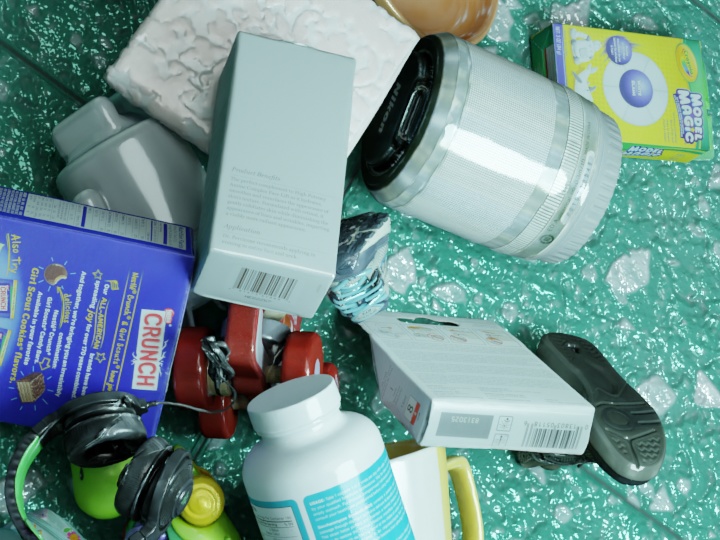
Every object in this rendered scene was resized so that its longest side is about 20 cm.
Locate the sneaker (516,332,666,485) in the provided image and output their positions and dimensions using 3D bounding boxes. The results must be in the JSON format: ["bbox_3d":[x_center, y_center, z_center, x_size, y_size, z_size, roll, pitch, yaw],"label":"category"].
[{"bbox_3d":[0.199,0.150,1.695,0.076,0.200,0.115,3,116,-26],"label":"sneaker"}]

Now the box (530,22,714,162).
[{"bbox_3d":[0.264,-0.169,1.877,0.199,0.048,0.118,3,75,-28],"label":"box"}]

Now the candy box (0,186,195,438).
[{"bbox_3d":[-0.238,0.033,1.481,0.198,0.077,0.170,12,110,-9],"label":"candy box"}]

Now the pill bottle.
[{"bbox_3d":[-0.022,0.183,1.459,0.110,0.110,0.201,-25,105,-30],"label":"pill bottle"}]

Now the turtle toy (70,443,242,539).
[{"bbox_3d":[-0.148,0.207,1.526,0.101,0.146,0.201,-34,92,-7],"label":"turtle toy"}]

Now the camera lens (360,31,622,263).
[{"bbox_3d":[0.111,-0.108,1.716,0.199,0.160,0.161,22,68,-20],"label":"camera lens"}]

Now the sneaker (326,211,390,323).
[{"bbox_3d":[0.000,0.000,1.622,0.077,0.200,0.087,-17,94,4],"label":"sneaker"}]

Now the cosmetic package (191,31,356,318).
[{"bbox_3d":[-0.066,-0.075,1.482,0.101,0.074,0.201,13,59,-12],"label":"cosmetic package"}]

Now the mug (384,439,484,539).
[{"bbox_3d":[0.029,0.225,1.597,0.185,0.149,0.154,-13,90,-13],"label":"mug"}]

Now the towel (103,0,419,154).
[{"bbox_3d":[-0.078,-0.170,1.576,0.199,0.032,0.192,34,71,-5],"label":"towel"}]

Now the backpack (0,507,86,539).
[{"bbox_3d":[-0.217,0.281,1.462,0.200,0.167,0.127,41,56,3],"label":"backpack"}]

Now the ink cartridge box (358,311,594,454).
[{"bbox_3d":[0.083,0.093,1.656,0.161,0.200,0.051,6,107,-26],"label":"ink cartridge box"}]

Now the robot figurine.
[{"bbox_3d":[-0.172,-0.048,1.585,0.201,0.113,0.169,61,34,0],"label":"robot figurine"}]

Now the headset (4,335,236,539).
[{"bbox_3d":[-0.171,0.130,1.424,0.200,0.094,0.123,-40,70,-19],"label":"headset"}]

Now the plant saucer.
[{"bbox_3d":[0.052,-0.294,1.779,0.199,0.037,0.202,19,63,-42],"label":"plant saucer"}]

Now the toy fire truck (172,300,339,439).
[{"bbox_3d":[-0.078,0.043,1.569,0.111,0.200,0.169,1,69,9],"label":"toy fire truck"}]
